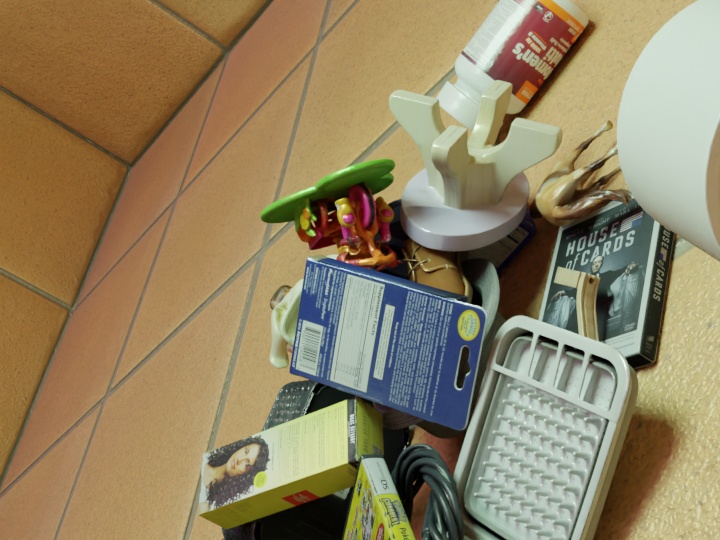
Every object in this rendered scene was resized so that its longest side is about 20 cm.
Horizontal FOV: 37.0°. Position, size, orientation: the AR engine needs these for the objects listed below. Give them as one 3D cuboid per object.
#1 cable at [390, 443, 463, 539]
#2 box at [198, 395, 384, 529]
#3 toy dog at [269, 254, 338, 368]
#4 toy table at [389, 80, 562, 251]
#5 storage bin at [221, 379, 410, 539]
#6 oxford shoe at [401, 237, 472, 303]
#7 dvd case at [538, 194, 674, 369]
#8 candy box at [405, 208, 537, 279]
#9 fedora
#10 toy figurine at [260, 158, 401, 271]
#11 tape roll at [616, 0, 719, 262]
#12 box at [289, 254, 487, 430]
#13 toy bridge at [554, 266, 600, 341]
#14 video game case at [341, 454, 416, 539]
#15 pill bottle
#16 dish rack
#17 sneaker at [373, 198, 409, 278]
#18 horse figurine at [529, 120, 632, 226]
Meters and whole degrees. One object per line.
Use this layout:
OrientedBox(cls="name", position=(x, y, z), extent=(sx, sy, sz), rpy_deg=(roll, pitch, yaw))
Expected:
OrientedBox(cls="cable", position=(0.052, 0.253, 0.969), extent=(0.163, 0.051, 0.201), rpy_deg=(122, 150, -66))
OrientedBox(cls="box", position=(-0.072, 0.196, 1.082), extent=(0.200, 0.050, 0.075), rpy_deg=(-24, 47, 25))
OrientedBox(cls="toy dog", position=(-0.059, 0.055, 1.441), extent=(0.200, 0.139, 0.195), rpy_deg=(150, 130, -67))
OrientedBox(cls="toy table", position=(0.114, -0.116, 1.130), extent=(0.200, 0.183, 0.117), rpy_deg=(-65, -18, -55))
OrientedBox(cls="storage bin", position=(-0.048, 0.232, 1.193), extent=(0.094, 0.135, 0.201), rpy_deg=(-15, 48, 60))
OrientedBox(cls="oxford shoe", position=(0.069, 0.006, 1.106), extent=(0.071, 0.071, 0.200), rpy_deg=(-39, 24, 25))
OrientedBox(cls="dvd case", position=(0.233, 0.015, 1.033), extent=(0.150, 0.025, 0.201), rpy_deg=(-28, 37, 51))
OrientedBox(cls="candy box", position=(0.106, -0.034, 1.296), extent=(0.200, 0.077, 0.169), rpy_deg=(-49, 25, 21))
OrientedBox(cls="fedora", position=(0.101, 0.094, 1.117), extent=(0.177, 0.090, 0.200), rpy_deg=(-17, 38, 57))
OrientedBox(cls="toy figurine", position=(0.000, 0.000, 1.124), extent=(0.200, 0.150, 0.185), rpy_deg=(-29, 77, 63))
OrientedBox(cls="tape roll", position=(0.307, -0.097, 0.784), extent=(0.203, 0.202, 0.139), rpy_deg=(-54, 21, 9))
OrientedBox(cls="box", position=(0.028, 0.067, 1.028), extent=(0.199, 0.032, 0.122), rpy_deg=(16, 103, 30))
OrientedBox(cls="toy bridge", position=(0.181, 0.099, 0.975), extent=(0.067, 0.027, 0.201), rpy_deg=(16, 89, 58))
OrientedBox(cls="video game case", position=(0.016, 0.301, 0.975), extent=(0.181, 0.025, 0.201), rpy_deg=(-116, 32, -56))
OrientedBox(cls="pill bottle", position=(0.191, -0.273, 1.385), extent=(0.200, 0.109, 0.110), rpy_deg=(-53, 22, 13))
OrientedBox(cls="dish rack", position=(0.158, 0.150, 0.920), extent=(0.171, 0.043, 0.201), rpy_deg=(20, 93, 57))
OrientedBox(cls="sneaker", position=(0.023, 0.006, 1.239), extent=(0.200, 0.074, 0.082), rpy_deg=(-56, 26, 28))
OrientedBox(cls="horse figurine", position=(0.223, -0.089, 1.108), extent=(0.132, 0.050, 0.200), rpy_deg=(-42, 10, 15))
